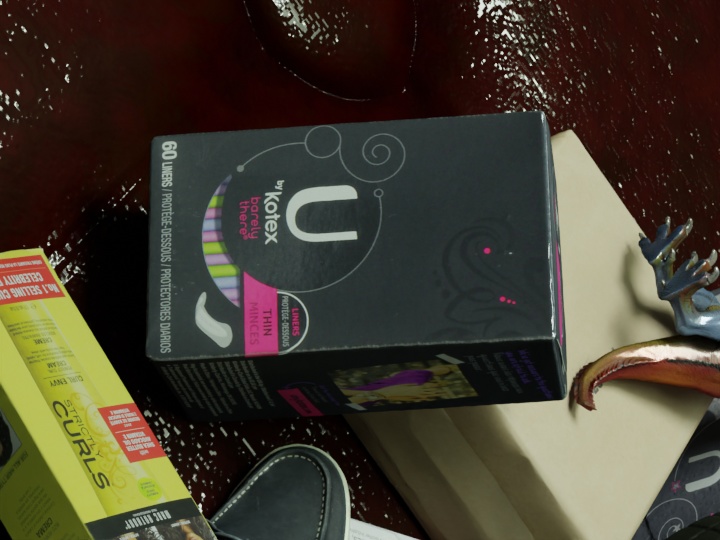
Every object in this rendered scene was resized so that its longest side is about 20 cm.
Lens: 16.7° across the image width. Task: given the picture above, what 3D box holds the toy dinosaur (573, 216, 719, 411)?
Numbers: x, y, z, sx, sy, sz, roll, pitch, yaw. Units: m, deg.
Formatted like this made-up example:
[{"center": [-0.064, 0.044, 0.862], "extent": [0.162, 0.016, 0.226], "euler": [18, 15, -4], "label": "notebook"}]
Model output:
[{"center": [0.225, 0.049, 1.393], "extent": [0.200, 0.105, 0.182], "euler": [-45, 115, -5], "label": "toy dinosaur"}]

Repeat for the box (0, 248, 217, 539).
[{"center": [-0.135, 0.084, 1.120], "extent": [0.075, 0.050, 0.200], "euler": [-8, 57, -49], "label": "box"}]

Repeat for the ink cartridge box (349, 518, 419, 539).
[{"center": [0.009, 0.234, 1.266], "extent": [0.119, 0.042, 0.201], "euler": [23, 56, -39], "label": "ink cartridge box"}]

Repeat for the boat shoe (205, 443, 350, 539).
[{"center": [-0.060, 0.155, 1.195], "extent": [0.062, 0.074, 0.200], "euler": [89, 25, -45], "label": "boat shoe"}]

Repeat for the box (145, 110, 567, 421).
[{"center": [0.000, 0.000, 1.221], "extent": [0.106, 0.199, 0.123], "euler": [71, 16, -68], "label": "box"}]

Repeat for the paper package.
[{"center": [0.094, 0.055, 1.383], "extent": [0.191, 0.103, 0.200], "euler": [55, 44, -15], "label": "paper package"}]

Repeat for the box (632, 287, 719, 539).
[{"center": [0.247, 0.114, 1.494], "extent": [0.115, 0.132, 0.201], "euler": [34, 52, -30], "label": "box"}]

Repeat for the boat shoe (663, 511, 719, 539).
[{"center": [0.184, 0.193, 1.366], "extent": [0.074, 0.200, 0.076], "euler": [60, 15, -17], "label": "boat shoe"}]
